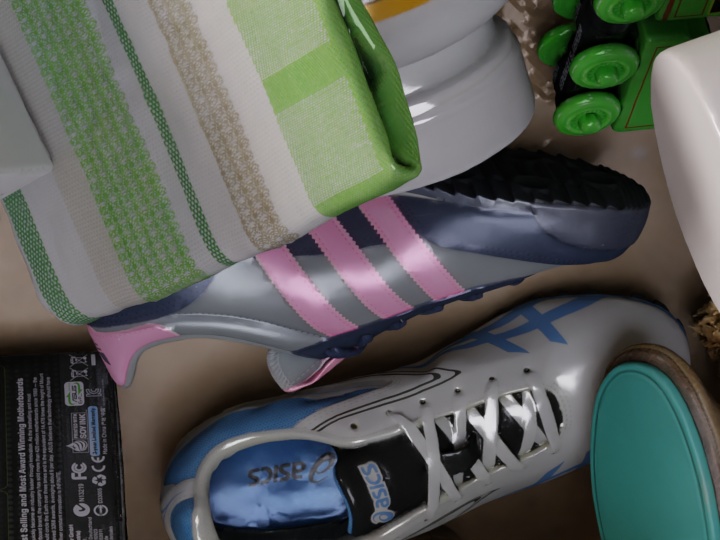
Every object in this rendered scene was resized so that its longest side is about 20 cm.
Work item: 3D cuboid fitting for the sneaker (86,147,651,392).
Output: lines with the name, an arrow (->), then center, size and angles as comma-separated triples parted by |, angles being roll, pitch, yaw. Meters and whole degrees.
sneaker -> 0.000, 0.000, 0.984 | 0.200, 0.070, 0.082 | 0, 108, 3

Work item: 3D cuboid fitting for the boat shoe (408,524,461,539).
boat shoe -> -0.051, 0.154, 1.043 | 0.200, 0.071, 0.065 | -16, 113, -1

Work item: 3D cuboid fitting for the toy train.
toy train -> 0.101, -0.105, 0.906 | 0.056, 0.042, 0.200 | -5, 153, -11

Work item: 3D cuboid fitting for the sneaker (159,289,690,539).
sneaker -> 0.026, 0.064, 1.013 | 0.200, 0.072, 0.072 | -19, 112, 0

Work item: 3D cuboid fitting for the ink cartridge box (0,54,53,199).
ink cartridge box -> -0.221, -0.020, 0.878 | 0.200, 0.145, 0.084 | -28, 85, 20

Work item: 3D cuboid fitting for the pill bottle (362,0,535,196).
pill bottle -> -0.011, -0.129, 0.903 | 0.113, 0.113, 0.200 | -19, 114, 2

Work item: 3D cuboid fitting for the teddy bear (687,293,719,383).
teddy bear -> 0.180, 0.033, 0.956 | 0.145, 0.200, 0.067 | 21, 85, 9

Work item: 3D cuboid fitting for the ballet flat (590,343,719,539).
ballet flat -> 0.131, 0.117, 1.008 | 0.072, 0.068, 0.200 | -17, 100, -38

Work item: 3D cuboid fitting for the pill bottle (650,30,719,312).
pill bottle -> 0.194, -0.050, 0.836 | 0.200, 0.120, 0.120 | -17, 114, -5

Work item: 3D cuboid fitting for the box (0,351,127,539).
box -> -0.172, 0.118, 0.946 | 0.193, 0.200, 0.048 | -5, 138, -5

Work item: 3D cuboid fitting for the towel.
towel -> -0.064, -0.071, 0.875 | 0.031, 0.200, 0.149 | -24, 92, -38
